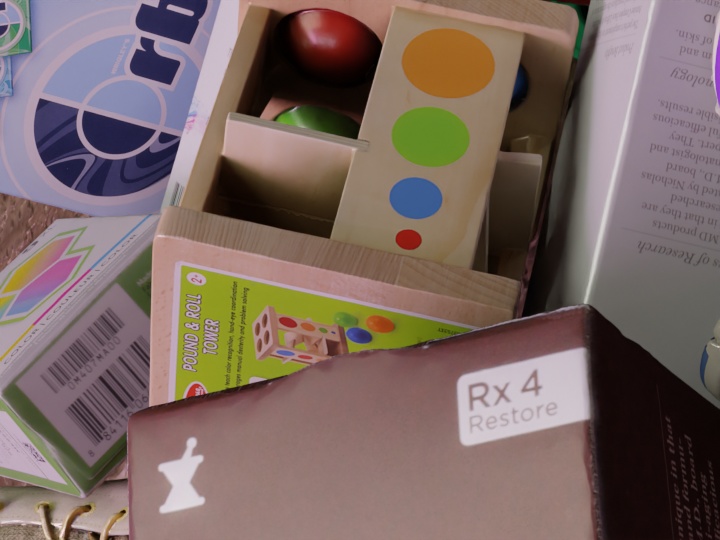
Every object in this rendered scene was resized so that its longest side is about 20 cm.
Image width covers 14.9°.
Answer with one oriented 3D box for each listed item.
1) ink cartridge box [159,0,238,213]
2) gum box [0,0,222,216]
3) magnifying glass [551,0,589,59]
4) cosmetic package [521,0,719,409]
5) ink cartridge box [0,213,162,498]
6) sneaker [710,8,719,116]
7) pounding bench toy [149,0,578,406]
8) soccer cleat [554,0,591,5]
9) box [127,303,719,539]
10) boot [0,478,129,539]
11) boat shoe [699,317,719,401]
[{"bbox_3d":[-0.012,-0.040,1.175,0.148,0.085,0.201,36,112,57],"label":"ink cartridge box"},{"bbox_3d":[-0.100,-0.107,1.234,0.170,0.199,0.045,-64,34,20],"label":"gum box"},{"bbox_3d":[0.134,-0.165,1.068,0.200,0.022,0.080,-60,37,27],"label":"magnifying glass"},{"bbox_3d":[0.114,-0.043,0.979,0.102,0.074,0.201,-170,91,-82],"label":"cosmetic package"},{"bbox_3d":[-0.130,0.032,1.155,0.104,0.059,0.200,-45,18,-18],"label":"ink cartridge box"},{"bbox_3d":[0.176,-0.122,0.873,0.200,0.069,0.100,-56,-3,10],"label":"sneaker"},{"bbox_3d":[0.000,0.000,1.036,0.200,0.124,0.156,97,-173,-52],"label":"pounding bench toy"},{"bbox_3d":[0.029,-0.161,1.092,0.069,0.199,0.085,-67,-10,7],"label":"soccer cleat"},{"bbox_3d":[0.045,0.132,0.884,0.165,0.200,0.165,-14,65,26],"label":"box"},{"bbox_3d":[-0.111,0.117,1.136,0.200,0.154,0.072,44,-134,-82],"label":"boot"},{"bbox_3d":[0.196,-0.021,0.884,0.072,0.072,0.200,42,107,29],"label":"boat shoe"}]
